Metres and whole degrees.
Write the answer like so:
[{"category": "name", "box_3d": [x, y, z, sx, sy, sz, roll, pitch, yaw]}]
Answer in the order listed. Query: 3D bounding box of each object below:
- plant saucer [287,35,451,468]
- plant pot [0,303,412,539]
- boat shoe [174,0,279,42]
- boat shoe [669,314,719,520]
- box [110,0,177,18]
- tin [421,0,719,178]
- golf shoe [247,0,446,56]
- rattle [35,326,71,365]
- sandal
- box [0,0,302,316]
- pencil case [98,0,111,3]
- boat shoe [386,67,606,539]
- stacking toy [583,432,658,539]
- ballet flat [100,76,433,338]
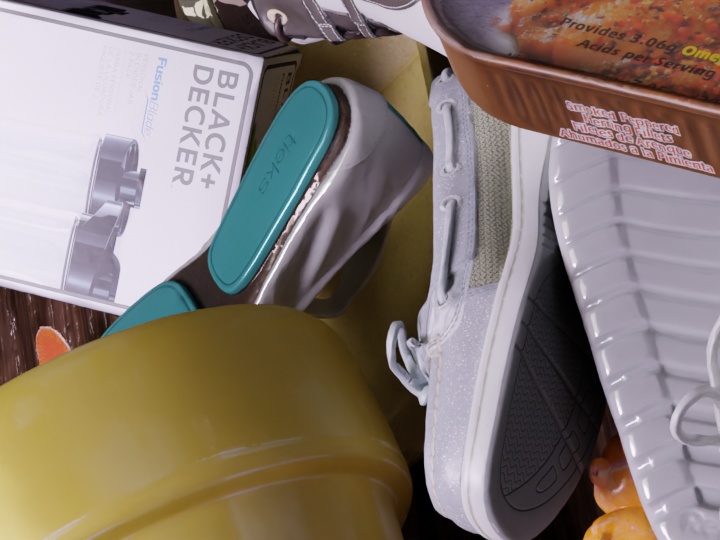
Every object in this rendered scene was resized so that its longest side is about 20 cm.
[{"category": "plant saucer", "box_3d": [0.000, 0.000, 1.059, 0.200, 0.048, 0.200, -41, 52, 48]}, {"category": "plant pot", "box_3d": [-0.054, 0.144, 0.920, 0.201, 0.201, 0.189, -52, 58, 41]}, {"category": "boat shoe", "box_3d": [-0.037, -0.178, 1.134, 0.065, 0.072, 0.200, -16, 57, 31]}, {"category": "boat shoe", "box_3d": [0.138, 0.053, 0.799, 0.086, 0.075, 0.202, -32, 64, 32]}, {"category": "box", "box_3d": [-0.104, -0.126, 1.218, 0.095, 0.078, 0.200, 3, 87, 58]}, {"category": "tin", "box_3d": [0.111, -0.081, 0.818, 0.200, 0.042, 0.112, 18, 60, 39]}, {"category": "golf shoe", "box_3d": [0.011, -0.109, 0.963, 0.200, 0.078, 0.095, 50, 136, 36]}, {"category": "rattle", "box_3d": [-0.141, 0.149, 1.282, 0.130, 0.143, 0.200, -11, 56, 25]}, {"category": "sandal", "box_3d": [0.108, 0.004, 0.878, 0.050, 0.082, 0.203, 47, -142, -74]}, {"category": "box", "box_3d": [-0.134, -0.054, 1.064, 0.060, 0.200, 0.117, -31, -46, -76]}, {"category": "pencil case", "box_3d": [-0.133, -0.145, 1.124, 0.085, 0.084, 0.200, 30, 106, 60]}, {"category": "boat shoe", "box_3d": [0.045, 0.005, 0.909, 0.065, 0.074, 0.202, -10, 52, 24]}, {"category": "stacking toy", "box_3d": [0.087, 0.143, 0.862, 0.110, 0.116, 0.200, -30, 49, 50]}, {"category": "ballet flat", "box_3d": [-0.041, 0.017, 0.993, 0.200, 0.069, 0.069, -52, 42, 21]}]
